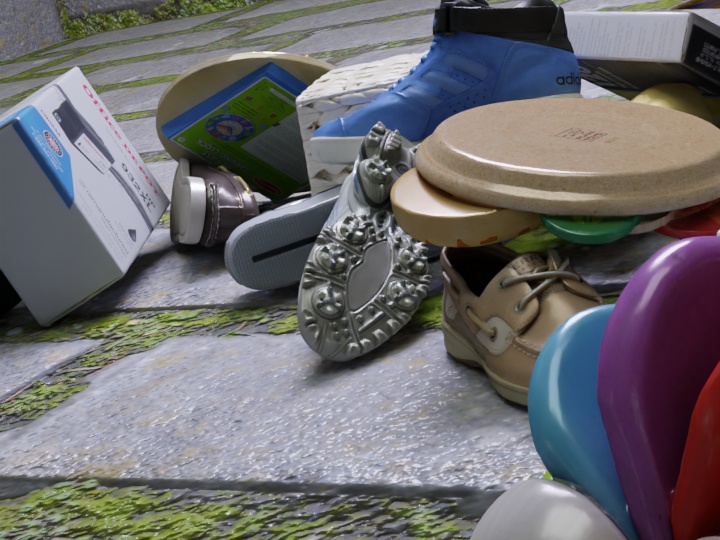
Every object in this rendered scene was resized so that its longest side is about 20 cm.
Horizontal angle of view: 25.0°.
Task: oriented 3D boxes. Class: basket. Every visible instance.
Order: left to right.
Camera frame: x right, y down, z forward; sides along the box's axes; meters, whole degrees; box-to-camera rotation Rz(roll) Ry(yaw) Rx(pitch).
[{"bbox_3d":[0.060,-0.104,1.260,0.198,0.125,0.136,-9,15,16],"label":"basket"}]

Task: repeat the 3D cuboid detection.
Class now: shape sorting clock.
[{"bbox_3d":[-0.077,-0.125,1.395,0.198,0.200,0.040,-11,56,11],"label":"shape sorting clock"}]

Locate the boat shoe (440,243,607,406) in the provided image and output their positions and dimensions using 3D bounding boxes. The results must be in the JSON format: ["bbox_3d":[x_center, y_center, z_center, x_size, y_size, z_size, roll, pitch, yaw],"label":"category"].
[{"bbox_3d":[0.091,0.024,0.875,0.071,0.065,0.200,-19,16,-20],"label":"boat shoe"}]

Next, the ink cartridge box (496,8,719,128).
[{"bbox_3d":[0.228,-0.143,1.200,0.196,0.047,0.199,16,-4,-37],"label":"ink cartridge box"}]

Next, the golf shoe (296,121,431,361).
[{"bbox_3d":[0.000,0.000,1.050,0.097,0.078,0.201,-56,7,43],"label":"golf shoe"}]

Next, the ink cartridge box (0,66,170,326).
[{"bbox_3d":[-0.238,-0.065,1.293,0.083,0.146,0.200,-31,13,13],"label":"ink cartridge box"}]

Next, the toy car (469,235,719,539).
[{"bbox_3d":[0.129,0.064,0.528,0.174,0.151,0.199,-22,17,-30],"label":"toy car"}]

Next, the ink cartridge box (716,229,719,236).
[{"bbox_3d":[0.280,0.010,0.722,0.145,0.085,0.200,-20,15,-23],"label":"ink cartridge box"}]

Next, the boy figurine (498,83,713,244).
[{"bbox_3d":[0.149,-0.064,1.092,0.199,0.065,0.124,-25,-9,-17],"label":"boy figurine"}]

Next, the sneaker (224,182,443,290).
[{"bbox_3d":[-0.003,-0.037,1.173,0.198,0.074,0.071,-12,11,-5],"label":"sneaker"}]

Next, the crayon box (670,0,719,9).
[{"bbox_3d":[0.318,-0.211,1.076,0.198,0.052,0.125,-5,-3,-29],"label":"crayon box"}]

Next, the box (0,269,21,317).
[{"bbox_3d":[-0.395,0.016,1.236,0.198,0.119,0.197,-10,15,15],"label":"box"}]

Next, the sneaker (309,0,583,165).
[{"bbox_3d":[0.054,-0.139,1.143,0.198,0.112,0.077,-9,0,19],"label":"sneaker"}]

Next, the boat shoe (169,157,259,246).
[{"bbox_3d":[-0.125,-0.055,1.360,0.059,0.073,0.200,4,5,-12],"label":"boat shoe"}]

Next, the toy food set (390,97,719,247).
[{"bbox_3d":[0.127,-0.056,0.938,0.196,0.049,0.200,7,21,20],"label":"toy food set"}]
